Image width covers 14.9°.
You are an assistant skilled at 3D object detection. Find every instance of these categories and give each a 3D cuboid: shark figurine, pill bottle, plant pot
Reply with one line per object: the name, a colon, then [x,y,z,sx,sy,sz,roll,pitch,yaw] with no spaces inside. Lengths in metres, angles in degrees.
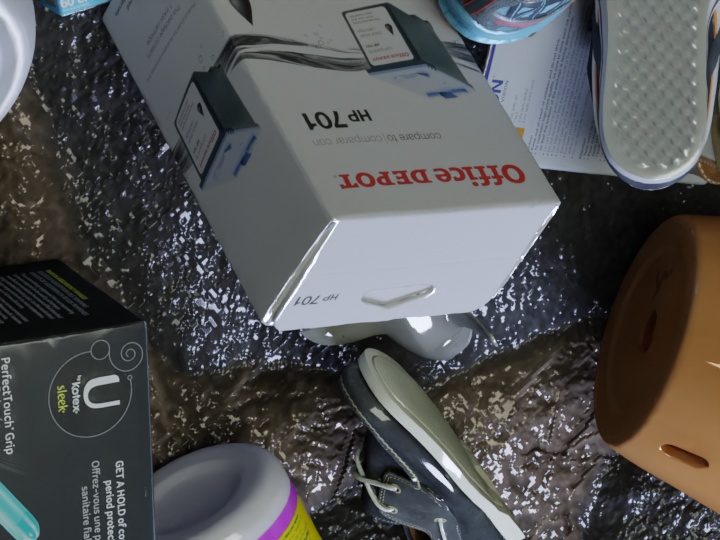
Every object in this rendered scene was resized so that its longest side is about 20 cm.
shark figurine: [-0.006,-0.009,1.446,0.089,0.128,0.215,-34,116,-1]
pill bottle: [-0.051,0.199,1.489,0.104,0.104,0.200,-33,117,-15]
plant pot: [0.221,0.054,1.547,0.140,0.200,0.200,17,97,-13]

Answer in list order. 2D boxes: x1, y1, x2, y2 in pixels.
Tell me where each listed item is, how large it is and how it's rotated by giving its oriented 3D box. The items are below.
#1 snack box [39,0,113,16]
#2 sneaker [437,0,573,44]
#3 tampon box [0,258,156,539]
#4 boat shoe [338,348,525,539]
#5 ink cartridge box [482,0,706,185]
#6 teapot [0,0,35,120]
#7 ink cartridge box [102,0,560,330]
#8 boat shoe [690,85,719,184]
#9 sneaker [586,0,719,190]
snack box: [-0.079,-0.214,1.396,0.200,0.037,0.116,-20,113,-21]
sneaker: [0.128,-0.187,1.356,0.079,0.096,0.200,44,81,-6]
tampon box: [-0.216,0.092,1.363,0.200,0.126,0.150,-8,108,-25]
boat shoe: [0.029,0.112,1.498,0.068,0.072,0.200,-30,143,3]
ink cartridge box: [0.136,-0.151,1.495,0.200,0.043,0.197,4,103,-41]
teapot: [-0.256,-0.134,1.275,0.200,0.146,0.197,14,132,-47]
ink cartridge box: [-0.016,-0.078,1.357,0.146,0.200,0.086,-5,143,-38]
boat shoe: [0.217,-0.144,1.495,0.075,0.068,0.200,-3,108,-41]
sneaker: [0.157,-0.141,1.442,0.078,0.079,0.200,10,84,4]
